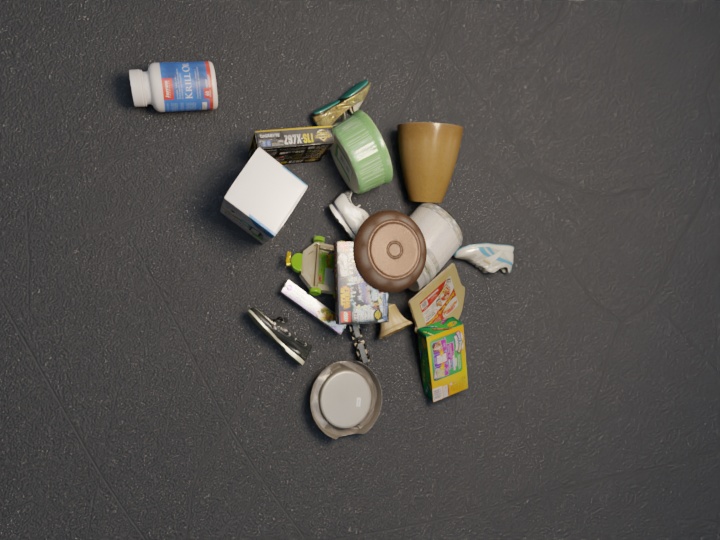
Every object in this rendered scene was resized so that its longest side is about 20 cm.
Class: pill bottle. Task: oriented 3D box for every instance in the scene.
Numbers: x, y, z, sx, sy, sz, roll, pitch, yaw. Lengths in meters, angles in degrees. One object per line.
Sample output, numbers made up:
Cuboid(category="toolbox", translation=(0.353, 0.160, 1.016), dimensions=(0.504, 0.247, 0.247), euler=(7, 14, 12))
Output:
Cuboid(category="pill bottle", translation=(-0.452, -0.445, 1.343), dimensions=(0.194, 0.112, 0.116), euler=(-10, 89, -19))

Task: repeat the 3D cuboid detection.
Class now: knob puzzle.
Cuboid(category="knob puzzle", translation=(0.216, 0.105, 1.536), dimensions=(0.215, 0.030, 0.226), euler=(-16, 117, -34))

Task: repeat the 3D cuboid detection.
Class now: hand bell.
Cuboid(category="hand bell", translation=(0.056, 0.072, 1.504), dimensions=(0.102, 0.104, 0.205), euler=(-20, 79, -18))

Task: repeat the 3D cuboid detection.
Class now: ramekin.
Cuboid(category="ramekin", translation=(-0.006, -0.301, 1.443), dimensions=(0.096, 0.200, 0.204), euler=(-28, 95, -10))

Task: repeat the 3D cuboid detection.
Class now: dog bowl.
Cuboid(category="dog bowl", translation=(-0.043, 0.335, 1.451), dimensions=(0.194, 0.058, 0.207), euler=(1, 86, -18))

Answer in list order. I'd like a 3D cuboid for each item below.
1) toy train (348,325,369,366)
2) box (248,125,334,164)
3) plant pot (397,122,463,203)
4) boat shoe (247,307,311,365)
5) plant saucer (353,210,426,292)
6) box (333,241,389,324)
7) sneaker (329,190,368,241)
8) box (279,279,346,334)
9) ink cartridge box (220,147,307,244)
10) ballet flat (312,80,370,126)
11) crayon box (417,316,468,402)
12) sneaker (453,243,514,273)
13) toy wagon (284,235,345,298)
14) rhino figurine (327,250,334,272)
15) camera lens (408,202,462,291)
Cuboid(category="toy train", translation=(-0.015, 0.157, 1.481), dimensions=(0.033, 0.046, 0.206), euler=(-16, 89, -13))
Cuboid(category="box", translation=(-0.178, -0.313, 1.401), dimensions=(0.194, 0.159, 0.051), euler=(-9, 89, -18))
Cuboid(category="plant pot", translation=(0.187, -0.292, 1.526), dimensions=(0.181, 0.186, 0.207), euler=(-1, 98, -18))
Cuboid(category="boat shoe", translation=(-0.200, 0.152, 1.404), dimensions=(0.199, 0.074, 0.066), euler=(45, 72, -11))
Cuboid(category="plant saucer", translation=(0.080, -0.050, 1.370), dimensions=(0.194, 0.037, 0.207), euler=(1, 86, -16))
Cuboid(category="box", translation=(0.002, 0.030, 1.385), dimensions=(0.133, 0.040, 0.207), euler=(-2, 89, -17))
Cuboid(category="sneaker", translation=(0.000, -0.116, 1.483), dimensions=(0.080, 0.076, 0.202), euler=(-37, 99, -6))
Cuboid(category="box", translation=(-0.123, 0.097, 1.451), dimensions=(0.198, 0.041, 0.039), euler=(37, 76, -12))
Cuboid(category="ink cartridge box", translation=(-0.241, -0.174, 1.348), dimensions=(0.145, 0.199, 0.148), euler=(36, 78, -12))
Cuboid(category="ballet flat", translation=(-0.044, -0.445, 1.511), dimensions=(0.198, 0.070, 0.072), euler=(-38, 98, -18))
Cuboid(category="crayon box", translation=(0.227, 0.243, 1.515), dimensions=(0.116, 0.058, 0.206), euler=(-16, 111, -19))
Cuboid(category="sneaker", translation=(0.360, -0.035, 1.606), dimensions=(0.194, 0.076, 0.084), euler=(2, 87, -16))
Cuboid(category="toy wagon", translation=(-0.104, -0.011, 1.450), dimensions=(0.194, 0.040, 0.160), euler=(10, 66, -17))
Cuboid(category="rhino figurine", translation=(0.000, 0.000, 1.439), dimensions=(0.196, 0.060, 0.089), euler=(27, 62, -16))
Cuboid(category="camera lens", translation=(0.168, -0.068, 1.498), dimensions=(0.160, 0.160, 0.200), euler=(46, 74, -10))
